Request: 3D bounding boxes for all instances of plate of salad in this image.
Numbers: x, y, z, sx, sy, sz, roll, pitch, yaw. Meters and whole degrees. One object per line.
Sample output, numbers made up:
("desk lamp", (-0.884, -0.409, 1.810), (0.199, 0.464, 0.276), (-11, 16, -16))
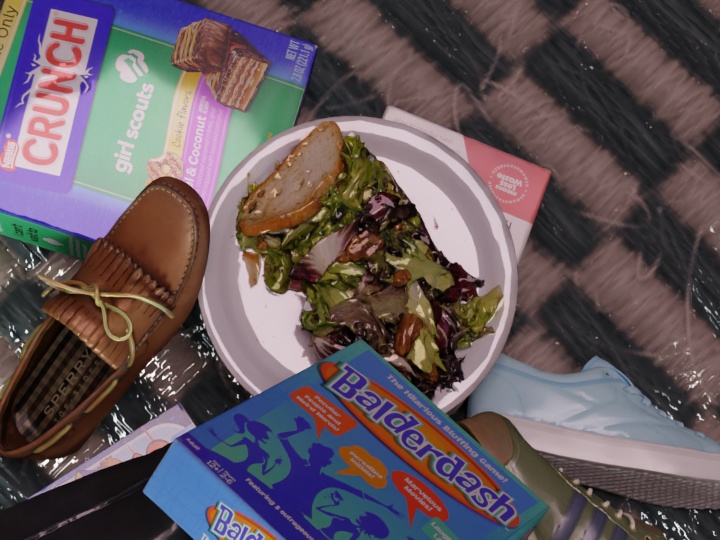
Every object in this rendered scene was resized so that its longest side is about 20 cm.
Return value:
("plate of salad", (0.000, 0.000, 1.402), (0.199, 0.048, 0.201), (2, 76, -8))

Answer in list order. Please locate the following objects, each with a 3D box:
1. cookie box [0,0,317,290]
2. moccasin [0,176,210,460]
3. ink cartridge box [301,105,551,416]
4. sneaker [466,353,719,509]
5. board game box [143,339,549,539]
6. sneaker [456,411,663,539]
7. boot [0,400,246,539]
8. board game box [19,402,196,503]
("cookie box", (-0.147, -0.088, 1.466), (0.199, 0.075, 0.172), (17, 75, -2))
("moccasin", (-0.159, 0.030, 1.382), (0.074, 0.078, 0.202), (45, 110, 11))
("ink cartridge box", (0.032, 0.013, 1.465), (0.116, 0.068, 0.201), (21, 73, -2))
("sneaker", (0.165, 0.095, 1.458), (0.199, 0.074, 0.082), (14, 69, -8))
("board game box", (-0.003, 0.125, 1.266), (0.152, 0.045, 0.200), (41, 29, 14))
("sneaker", (0.135, 0.166, 1.375), (0.090, 0.067, 0.201), (-23, 82, -19))
("boot", (-0.131, 0.170, 1.319), (0.199, 0.165, 0.066), (-22, 123, -5))
("board game box", (-0.113, 0.201, 1.410), (0.135, 0.034, 0.200), (-33, 81, -15))
